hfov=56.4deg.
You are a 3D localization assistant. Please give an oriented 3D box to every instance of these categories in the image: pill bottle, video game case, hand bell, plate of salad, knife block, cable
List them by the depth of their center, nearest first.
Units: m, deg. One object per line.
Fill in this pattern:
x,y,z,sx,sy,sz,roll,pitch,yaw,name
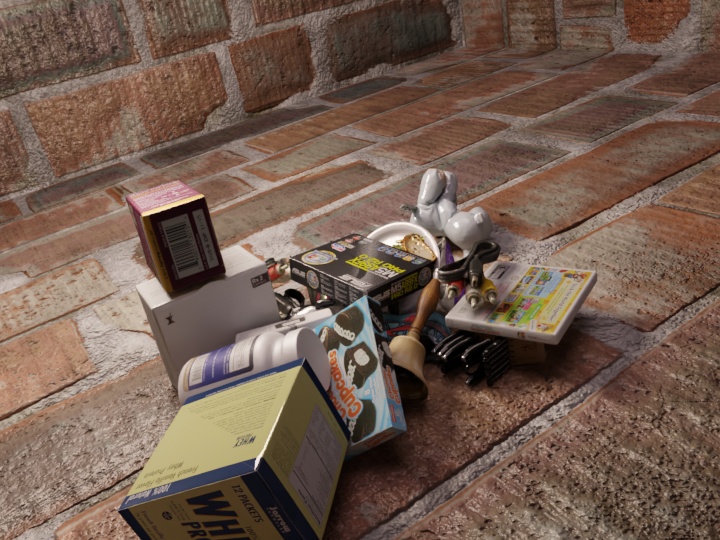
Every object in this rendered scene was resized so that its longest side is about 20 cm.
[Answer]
-0.149,0.154,0.955,0.198,0.117,0.116,-19,22,21,pill bottle
0.085,0.091,1.039,0.103,0.105,0.201,3,49,29,hand bell
0.258,0.045,1.070,0.180,0.023,0.200,7,30,35,video game case
0.204,0.102,1.078,0.173,0.065,0.201,-6,27,12,knife block
0.179,0.001,1.099,0.096,0.051,0.200,7,22,12,cable
0.053,0.000,1.232,0.198,0.048,0.203,-13,64,28,plate of salad
-0.124,0.090,1.283,0.096,0.051,0.199,-10,33,-39,cable
-0.194,0.027,1.336,0.199,0.051,0.097,-35,-19,32,cable

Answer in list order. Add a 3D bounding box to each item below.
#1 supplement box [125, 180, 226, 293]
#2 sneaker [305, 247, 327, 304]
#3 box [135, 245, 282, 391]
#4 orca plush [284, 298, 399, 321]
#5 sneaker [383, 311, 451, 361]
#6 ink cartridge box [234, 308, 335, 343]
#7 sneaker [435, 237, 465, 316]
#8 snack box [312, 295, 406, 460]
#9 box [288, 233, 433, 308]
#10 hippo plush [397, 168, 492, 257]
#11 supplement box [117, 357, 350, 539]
-0.306,-0.061,1.102,0.102,0.132,0.200,-21,23,-21,supplement box
-0.053,0.050,1.251,0.076,0.084,0.201,-13,55,-15,sneaker
-0.245,0.093,1.141,0.197,0.202,0.130,-23,26,-23,box
-0.037,0.060,1.153,0.198,0.106,0.072,-22,43,5,orca plush
0.051,0.118,1.098,0.197,0.080,0.096,-9,29,8,sneaker
-0.089,0.135,1.072,0.197,0.117,0.067,-15,9,-7,ink cartridge box
0.157,0.021,1.245,0.081,0.083,0.201,-45,27,31,sneaker
-0.007,0.150,0.947,0.116,0.037,0.202,-33,50,29,snack box
0.000,0.000,1.142,0.159,0.045,0.199,-22,30,-38,box
0.197,-0.122,1.419,0.160,0.161,0.199,21,21,32,hippo plush
-0.141,0.242,0.819,0.198,0.135,0.200,-21,22,21,supplement box
